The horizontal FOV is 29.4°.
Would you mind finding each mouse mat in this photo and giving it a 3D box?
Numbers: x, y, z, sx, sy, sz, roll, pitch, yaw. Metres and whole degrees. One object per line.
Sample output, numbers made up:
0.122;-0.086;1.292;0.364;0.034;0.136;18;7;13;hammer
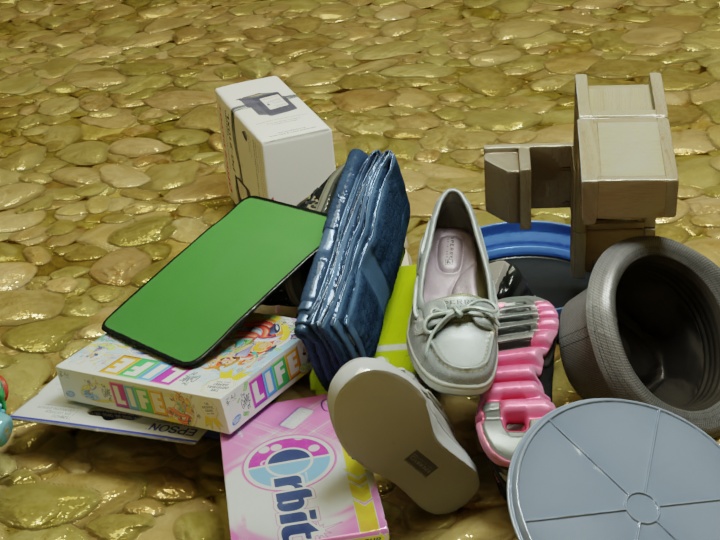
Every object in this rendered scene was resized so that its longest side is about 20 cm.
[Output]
-0.124;0.004;1.221;0.200;0.008;0.160;-43;34;-24;mouse mat

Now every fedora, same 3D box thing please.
0.242;0.064;1.174;0.199;0.178;0.090;2;-18;-40;fedora

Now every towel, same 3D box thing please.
0.000;0.000;1.172;0.048;0.112;0.201;1;53;20;towel

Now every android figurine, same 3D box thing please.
0.021;0.054;1.223;0.181;0.041;0.201;-5;51;40;android figurine

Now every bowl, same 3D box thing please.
0.165;0.010;1.381;0.199;0.040;0.201;-4;27;2;bowl

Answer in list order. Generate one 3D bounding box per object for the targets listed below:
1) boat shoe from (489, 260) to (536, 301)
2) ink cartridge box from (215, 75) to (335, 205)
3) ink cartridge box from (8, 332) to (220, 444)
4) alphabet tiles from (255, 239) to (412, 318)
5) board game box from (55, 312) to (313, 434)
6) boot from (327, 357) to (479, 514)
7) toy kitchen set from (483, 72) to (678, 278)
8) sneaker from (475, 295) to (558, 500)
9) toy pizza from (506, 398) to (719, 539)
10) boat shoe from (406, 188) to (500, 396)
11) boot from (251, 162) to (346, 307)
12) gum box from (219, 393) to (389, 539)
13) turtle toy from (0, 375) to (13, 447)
0.090;0.057;1.281;0.199;0.093;0.075;-14;37;48;boat shoe
-0.095;-0.120;1.559;0.084;0.146;0.200;-13;28;-16;ink cartridge box
-0.180;0.105;1.240;0.196;0.047;0.200;4;31;25;ink cartridge box
-0.045;0.012;1.349;0.199;0.015;0.196;-21;41;11;alphabet tiles
-0.146;0.078;1.180;0.199;0.034;0.134;6;29;37;board game box
0.020;0.107;1.049;0.073;0.200;0.096;-34;45;2;boot
0.192;-0.048;1.242;0.162;0.201;0.181;-1;37;7;toy kitchen set
0.130;0.106;1.130;0.078;0.096;0.201;-4;40;12;sneaker
0.200;0.180;0.997;0.199;0.032;0.201;8;48;-9;toy pizza
0.076;0.018;1.115;0.074;0.065;0.203;3;41;2;boat shoe
-0.080;-0.028;1.309;0.153;0.074;0.204;-11;31;28;boot
-0.045;0.179;1.055;0.113;0.067;0.200;-9;28;-5;gum box
-0.363;0.117;1.187;0.145;0.101;0.200;-37;31;2;turtle toy
